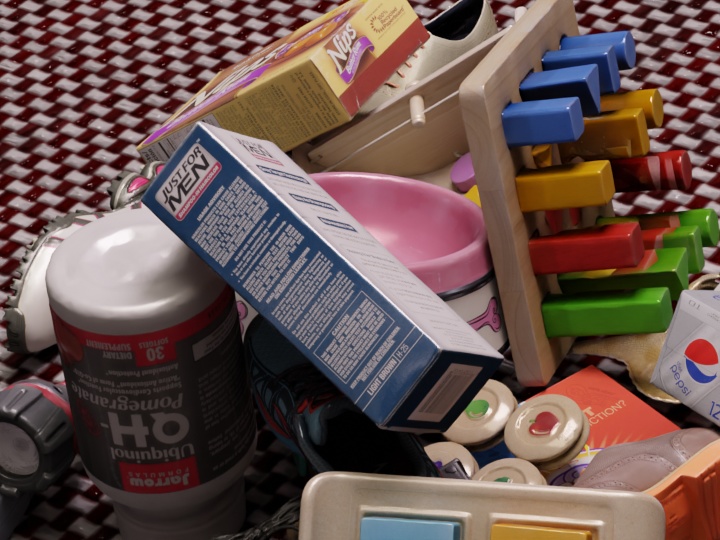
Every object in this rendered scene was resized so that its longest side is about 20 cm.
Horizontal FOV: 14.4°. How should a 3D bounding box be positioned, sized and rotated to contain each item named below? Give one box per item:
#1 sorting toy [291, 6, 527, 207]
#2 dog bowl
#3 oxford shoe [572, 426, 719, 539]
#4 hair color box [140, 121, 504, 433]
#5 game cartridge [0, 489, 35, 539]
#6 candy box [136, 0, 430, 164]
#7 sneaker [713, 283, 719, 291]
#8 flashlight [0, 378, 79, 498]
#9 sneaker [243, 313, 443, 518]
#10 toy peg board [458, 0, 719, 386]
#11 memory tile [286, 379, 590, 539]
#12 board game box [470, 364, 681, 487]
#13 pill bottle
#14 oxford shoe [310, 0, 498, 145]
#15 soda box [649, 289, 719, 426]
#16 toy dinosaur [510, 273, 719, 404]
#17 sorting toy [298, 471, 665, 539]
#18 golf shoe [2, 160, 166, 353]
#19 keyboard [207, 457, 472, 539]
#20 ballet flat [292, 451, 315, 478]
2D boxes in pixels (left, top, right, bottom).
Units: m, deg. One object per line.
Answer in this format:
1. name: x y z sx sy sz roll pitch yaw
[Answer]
1. sorting toy: 0.066 -0.045 1.926 0.199 0.107 0.181 -30 44 24
2. dog bowl: 0.000 0.000 1.788 0.199 0.074 0.200 2 22 -1
3. oxford shoe: 0.142 0.144 1.619 0.199 0.072 0.073 -21 27 -31
4. hair color box: -0.022 0.005 1.606 0.200 0.061 0.100 43 12 21
5. game cartridge: -0.287 0.155 1.771 0.132 0.041 0.200 10 39 28
6. candy box: -0.056 -0.125 2.016 0.199 0.057 0.117 -22 19 45
7. sneaker: 0.299 -0.015 1.826 0.076 0.081 0.200 40 31 10
8. flashlight: -0.177 0.068 1.808 0.068 0.068 0.200 35 37 4
9. sneaker: -0.005 0.083 1.631 0.079 0.096 0.200 -34 59 -7
10. toy peg board: 0.154 -0.059 1.805 0.097 0.200 0.200 -4 21 22
11. memory tile: 0.033 0.142 1.687 0.153 0.017 0.200 13 57 36
12. board game box: 0.143 0.147 1.698 0.152 0.041 0.200 -27 40 -25
13. pill bottle: -0.121 0.073 1.712 0.110 0.201 0.111 -5 35 4
14. oxford shoe: 0.028 -0.139 2.089 0.071 0.074 0.200 20 44 33
15. soda box: 0.268 0.054 1.713 0.199 0.064 0.068 2 22 -44
16. toy dinosaur: 0.199 0.050 1.810 0.199 0.058 0.101 16 43 29
17. sorting toy: 0.060 0.207 1.530 0.199 0.187 0.036 3 -3 11
18. golf shoe: -0.163 -0.005 1.939 0.088 0.078 0.200 24 46 26
19. keyboard: -0.019 0.175 1.657 0.199 0.021 0.127 -31 49 -5
20. ballet flat: -0.024 0.061 1.829 0.065 0.071 0.200 -3 37 -11
